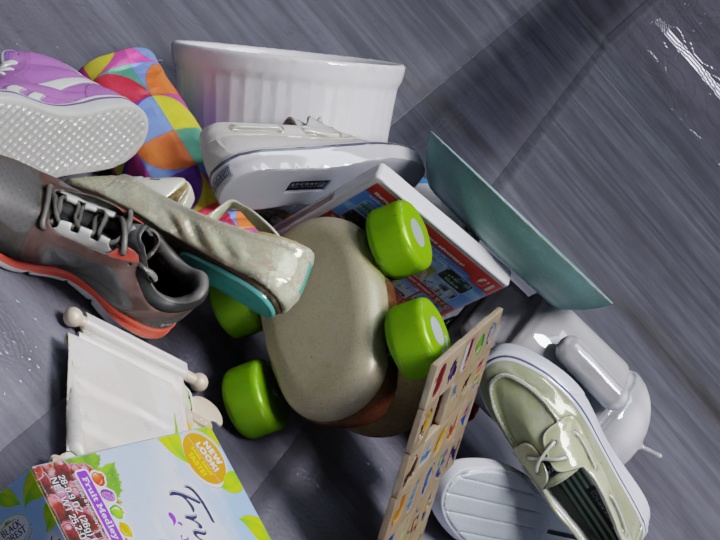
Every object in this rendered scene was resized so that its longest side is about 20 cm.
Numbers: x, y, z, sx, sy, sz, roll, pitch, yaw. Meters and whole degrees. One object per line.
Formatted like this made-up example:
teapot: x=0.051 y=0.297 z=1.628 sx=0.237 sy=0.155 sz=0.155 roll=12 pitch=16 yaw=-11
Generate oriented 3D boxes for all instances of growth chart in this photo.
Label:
growth chart: x=-0.145 y=0.108 z=1.021 sx=0.144 sy=0.018 sz=0.201 roll=37 pitch=26 yaw=-28

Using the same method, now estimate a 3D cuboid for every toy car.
toy car: x=0.008 y=0.062 z=1.191 sx=0.200 sy=0.163 sz=0.159 roll=39 pitch=35 yaw=-55

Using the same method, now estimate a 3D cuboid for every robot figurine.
robot figurine: x=0.163 y=0.098 z=1.317 sx=0.200 sy=0.113 sz=0.170 roll=43 pitch=-18 yaw=-4

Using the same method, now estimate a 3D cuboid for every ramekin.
ramekin: x=-0.066 y=-0.137 z=1.331 sx=0.199 sy=0.099 sz=0.201 roll=6 pitch=9 yaw=-1

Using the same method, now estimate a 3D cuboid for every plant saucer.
plant saucer: x=0.117 y=-0.031 z=1.249 sx=0.200 sy=0.036 sz=0.200 roll=42 pitch=6 yaw=-6

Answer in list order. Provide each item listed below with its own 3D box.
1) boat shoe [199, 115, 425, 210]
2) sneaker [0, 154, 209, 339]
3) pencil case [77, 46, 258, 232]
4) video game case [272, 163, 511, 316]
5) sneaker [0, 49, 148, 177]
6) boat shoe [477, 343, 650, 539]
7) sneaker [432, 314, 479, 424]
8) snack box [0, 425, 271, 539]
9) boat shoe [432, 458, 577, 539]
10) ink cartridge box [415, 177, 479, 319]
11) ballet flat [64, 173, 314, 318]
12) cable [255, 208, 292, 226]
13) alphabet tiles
boat shoe: x=-0.038 y=-0.090 z=1.212 sx=0.199 sy=0.071 sz=0.070 roll=-5 pitch=59 yaw=-37
sneaker: x=-0.182 y=-0.028 z=1.058 sx=0.199 sy=0.082 sz=0.078 roll=33 pitch=50 yaw=-33
pencil case: x=-0.153 y=-0.082 z=1.221 sx=0.088 sy=0.088 sz=0.201 roll=4 pitch=49 yaw=-59
video game case: x=0.000 y=0.000 z=1.229 sx=0.143 sy=0.199 sz=0.018 roll=38 pitch=48 yaw=-24
sneaker: x=-0.260 y=-0.113 z=1.118 sx=0.114 sy=0.073 sz=0.200 roll=36 pitch=22 yaw=27
boat shoe: x=0.161 y=0.146 z=1.234 sx=0.200 sy=0.072 sz=0.062 roll=50 pitch=27 yaw=-6
sneaker: x=0.078 y=0.095 z=1.400 sx=0.085 sy=0.077 sz=0.200 roll=64 pitch=28 yaw=-8
snack box: x=-0.105 y=0.197 z=0.873 sx=0.168 sy=0.068 sz=0.201 roll=-4 pitch=62 yaw=-61
boat shoe: x=0.118 y=0.197 z=1.297 sx=0.199 sy=0.072 sz=0.062 roll=27 pitch=1 yaw=-42
ink cartridge box: x=0.036 y=-0.021 z=1.322 sx=0.115 sy=0.068 sz=0.200 roll=22 pitch=20 yaw=6
ballet flat: x=-0.122 y=-0.031 z=1.132 sx=0.199 sy=0.063 sz=0.068 roll=28 pitch=-20 yaw=15
cable: x=-0.013 y=0.007 z=1.369 sx=0.199 sy=0.050 sz=0.097 roll=22 pitch=28 yaw=-44
alphabet tiles: x=0.050 y=0.136 z=1.126 sx=0.008 sy=0.201 sz=0.167 roll=21 pitch=18 yaw=15
